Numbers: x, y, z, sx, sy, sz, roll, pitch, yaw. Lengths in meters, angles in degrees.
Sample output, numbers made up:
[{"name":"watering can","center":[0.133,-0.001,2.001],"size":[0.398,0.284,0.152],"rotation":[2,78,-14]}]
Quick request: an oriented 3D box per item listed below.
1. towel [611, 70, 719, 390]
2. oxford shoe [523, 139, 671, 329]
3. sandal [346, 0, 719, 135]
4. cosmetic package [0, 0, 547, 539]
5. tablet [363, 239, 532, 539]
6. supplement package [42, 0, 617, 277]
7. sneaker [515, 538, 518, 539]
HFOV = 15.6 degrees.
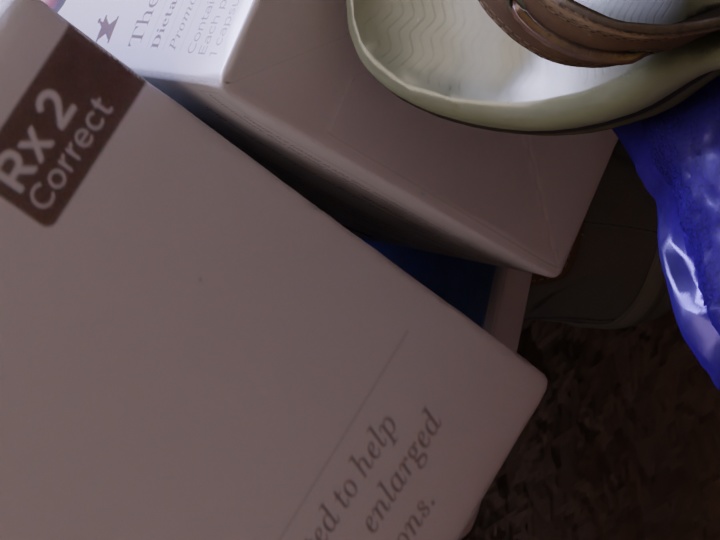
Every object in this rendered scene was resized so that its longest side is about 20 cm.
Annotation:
[{"name":"towel","center":[0.118,-0.085,0.515],"size":[0.200,0.049,0.148],"rotation":[-49,47,36]},{"name":"oxford shoe","center":[0.031,-0.012,0.788],"size":[0.200,0.058,0.075],"rotation":[175,102,-68]},{"name":"sandal","center":[0.060,-0.071,0.498],"size":[0.201,0.057,0.080],"rotation":[-1,81,53]},{"name":"cosmetic package","center":[-0.093,0.045,0.668],"size":[0.165,0.165,0.200],"rotation":[-58,21,-10]},{"name":"tablet","center":[0.000,0.000,0.761],"size":[0.200,0.014,0.130],"rotation":[10,89,66]},{"name":"supplement package","center":[-0.025,-0.079,0.685],"size":[0.200,0.109,0.114],"rotation":[11,76,56]},{"name":"sneaker","center":[0.067,0.141,0.611],"size":[0.090,0.070,0.200],"rotation":[-65,19,12]}]
